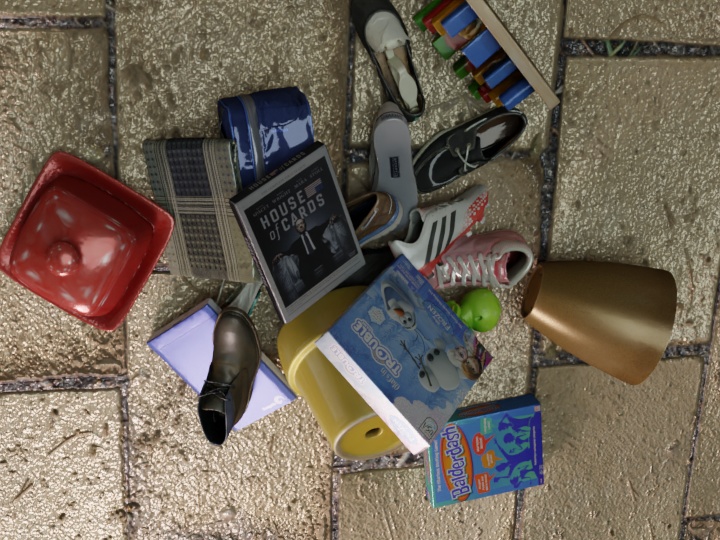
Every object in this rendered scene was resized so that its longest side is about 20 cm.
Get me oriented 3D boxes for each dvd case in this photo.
[{"bbox_3d":[-0.079,-0.048,1.250,0.150,0.025,0.201,-37,129,-22],"label":"dvd case"}]

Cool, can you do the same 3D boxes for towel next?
[{"bbox_3d":[-0.214,-0.082,1.286,0.034,0.191,0.202,-25,112,-45],"label":"towel"}]

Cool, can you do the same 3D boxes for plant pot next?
[{"bbox_3d":[-0.005,0.158,1.353,0.198,0.190,0.202,-13,143,-10],"label":"plant pot"},{"bbox_3d":[0.360,0.060,1.471,0.198,0.187,0.188,17,102,-5],"label":"plant pot"}]

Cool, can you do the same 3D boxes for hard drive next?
[{"bbox_3d":[-0.204,0.144,1.400,0.131,0.025,0.200,-30,114,27],"label":"hard drive"}]

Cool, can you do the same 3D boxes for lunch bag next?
[{"bbox_3d":[-0.133,-0.145,1.300,0.131,0.136,0.202,-9,109,-11],"label":"lunch bag"}]

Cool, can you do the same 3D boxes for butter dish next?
[{"bbox_3d":[-0.381,-0.027,1.258,0.199,0.148,0.201,31,100,-7],"label":"butter dish"}]

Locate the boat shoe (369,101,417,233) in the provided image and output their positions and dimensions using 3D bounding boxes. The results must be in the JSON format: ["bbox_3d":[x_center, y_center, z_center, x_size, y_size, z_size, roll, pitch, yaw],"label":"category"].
[{"bbox_3d":[0.043,-0.150,1.378,0.071,0.066,0.202,-6,129,3],"label":"boat shoe"}]

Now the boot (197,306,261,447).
[{"bbox_3d":[-0.185,0.154,1.328,0.074,0.097,0.202,8,125,5],"label":"boot"}]

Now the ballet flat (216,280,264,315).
[{"bbox_3d":[-0.162,0.009,1.382,0.069,0.070,0.201,29,101,-19],"label":"ballet flat"}]

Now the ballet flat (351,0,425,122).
[{"bbox_3d":[0.049,-0.305,1.332,0.067,0.068,0.201,-28,110,-5],"label":"ballet flat"}]

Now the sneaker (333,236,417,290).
[{"bbox_3d":[0.000,0.000,1.412,0.199,0.076,0.091,-34,105,-4],"label":"sneaker"}]

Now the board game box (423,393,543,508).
[{"bbox_3d":[0.203,0.298,1.563,0.198,0.045,0.154,-10,108,-10],"label":"board game box"}]

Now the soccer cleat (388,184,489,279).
[{"bbox_3d":[0.118,-0.073,1.392,0.200,0.068,0.085,-48,109,-23],"label":"soccer cleat"}]

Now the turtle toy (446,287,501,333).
[{"bbox_3d":[0.139,0.111,1.452,0.101,0.146,0.201,28,100,-41],"label":"turtle toy"}]

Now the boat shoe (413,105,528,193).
[{"bbox_3d":[0.157,-0.179,1.398,0.199,0.068,0.072,-32,113,-1],"label":"boat shoe"}]

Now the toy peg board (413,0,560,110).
[{"bbox_3d":[0.163,-0.304,1.302,0.098,0.200,0.200,-37,112,17],"label":"toy peg board"}]

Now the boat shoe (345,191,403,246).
[{"bbox_3d":[-0.037,-0.056,1.357,0.199,0.073,0.072,-36,147,15],"label":"boat shoe"}]

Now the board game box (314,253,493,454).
[{"bbox_3d":[0.065,0.109,1.284,0.200,0.043,0.199,48,48,-3],"label":"board game box"}]

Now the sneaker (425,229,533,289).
[{"bbox_3d":[0.169,-0.009,1.432,0.198,0.105,0.076,-15,111,-8],"label":"sneaker"}]
